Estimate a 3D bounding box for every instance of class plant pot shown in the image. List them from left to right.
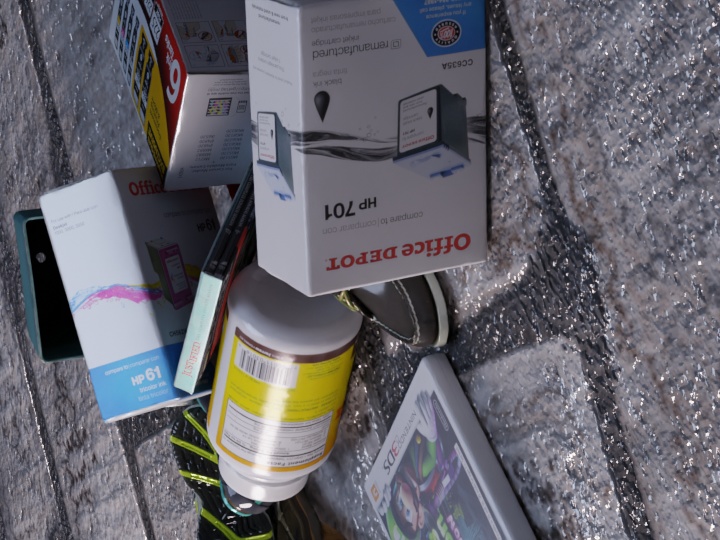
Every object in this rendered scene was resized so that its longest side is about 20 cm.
[{"bbox_3d":[-0.277,-0.003,2.072,0.200,0.141,0.142,-158,61,-69],"label":"plant pot"}]

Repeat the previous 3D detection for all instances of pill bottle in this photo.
[{"bbox_3d":[-0.065,0.093,1.683,0.109,0.109,0.200,57,147,40],"label":"pill bottle"}]

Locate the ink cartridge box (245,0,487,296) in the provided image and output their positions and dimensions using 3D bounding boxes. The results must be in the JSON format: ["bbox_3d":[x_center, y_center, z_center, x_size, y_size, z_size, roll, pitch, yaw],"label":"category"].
[{"bbox_3d":[0.006,-0.097,1.410,0.086,0.146,0.200,27,124,58],"label":"ink cartridge box"}]

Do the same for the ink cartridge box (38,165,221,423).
[{"bbox_3d":[-0.176,0.014,1.754,0.085,0.144,0.200,-19,87,27],"label":"ink cartridge box"}]

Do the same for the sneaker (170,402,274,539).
[{"bbox_3d":[-0.117,0.214,1.915,0.076,0.075,0.200,-56,-45,-76],"label":"sneaker"}]

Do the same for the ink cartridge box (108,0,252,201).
[{"bbox_3d":[-0.148,-0.169,1.761,0.176,0.084,0.200,107,150,-43],"label":"ink cartridge box"}]

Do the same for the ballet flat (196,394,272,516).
[{"bbox_3d":[-0.102,0.125,1.835,0.073,0.073,0.200,104,157,-43],"label":"ballet flat"}]

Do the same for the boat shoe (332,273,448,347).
[{"bbox_3d":[0.000,0.000,1.564,0.201,0.060,0.072,48,141,49],"label":"boat shoe"}]

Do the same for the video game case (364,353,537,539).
[{"bbox_3d":[0.068,0.193,1.540,0.200,0.023,0.182,64,151,30],"label":"video game case"}]

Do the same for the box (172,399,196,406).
[{"bbox_3d":[-0.196,0.022,1.935,0.095,0.078,0.200,-63,-32,-76],"label":"box"}]

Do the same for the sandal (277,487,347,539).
[{"bbox_3d":[-0.031,0.252,1.751,0.200,0.054,0.082,-114,30,-58],"label":"sandal"}]

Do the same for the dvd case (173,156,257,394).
[{"bbox_3d":[-0.102,-0.017,1.684,0.146,0.022,0.200,108,-177,-47],"label":"dvd case"}]
